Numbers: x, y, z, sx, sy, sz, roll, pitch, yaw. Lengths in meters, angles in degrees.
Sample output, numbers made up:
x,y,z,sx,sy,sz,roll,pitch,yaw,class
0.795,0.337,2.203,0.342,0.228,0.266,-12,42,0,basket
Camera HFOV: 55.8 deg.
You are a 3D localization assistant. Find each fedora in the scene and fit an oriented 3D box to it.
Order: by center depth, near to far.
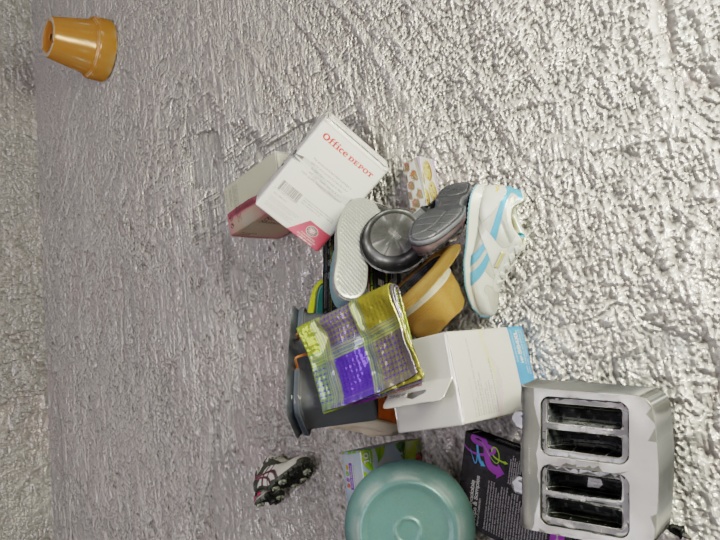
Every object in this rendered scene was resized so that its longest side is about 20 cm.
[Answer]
x,y,z,sx,sy,sz,roll,pitch,yaw,class
0.098,0.045,1.014,0.082,0.201,0.201,46,129,-3,fedora

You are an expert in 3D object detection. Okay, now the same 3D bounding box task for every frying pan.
x,y,z,sx,sy,sz,roll,pitch,yaw,class
0.089,-0.065,1.074,0.190,0.031,0.115,-22,65,2,frying pan

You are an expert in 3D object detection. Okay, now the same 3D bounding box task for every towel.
x,y,z,sx,sy,sz,roll,pitch,yaw,class
-0.004,0.113,0.957,0.200,0.023,0.144,-25,75,36,towel

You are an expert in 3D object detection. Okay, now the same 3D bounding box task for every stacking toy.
x,y,z,sx,sy,sz,roll,pitch,yaw,class
0.011,0.184,1.195,0.146,0.146,0.201,-11,63,47,stacking toy

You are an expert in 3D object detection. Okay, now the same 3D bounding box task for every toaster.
x,y,z,sx,sy,sz,roll,pitch,yaw,class
0.291,0.233,0.836,0.199,0.119,0.181,-1,86,32,toaster

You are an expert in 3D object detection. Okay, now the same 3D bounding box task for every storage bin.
x,y,z,sx,sy,sz,roll,pitch,yaw,class
-0.042,0.152,1.094,0.146,0.134,0.200,79,-173,-52,storage bin

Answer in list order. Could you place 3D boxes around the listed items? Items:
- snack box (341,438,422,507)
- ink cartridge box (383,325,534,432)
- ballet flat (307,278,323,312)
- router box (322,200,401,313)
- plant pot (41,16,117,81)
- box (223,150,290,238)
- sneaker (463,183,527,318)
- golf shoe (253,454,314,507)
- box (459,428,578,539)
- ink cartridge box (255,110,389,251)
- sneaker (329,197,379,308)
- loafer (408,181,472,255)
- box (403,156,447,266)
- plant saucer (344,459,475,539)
x,y,z,sx,sy,sz,roll,pitch,yaw,class
0.047,0.386,1.110,0.053,0.142,0.201,-18,75,46,snack box
0.137,0.155,0.974,0.128,0.200,0.126,-22,72,45,ink cartridge box
-0.083,0.111,1.334,0.067,0.067,0.201,-154,74,-68,ballet flat
0.000,0.000,1.201,0.150,0.062,0.201,-31,50,44,router box
-0.912,-0.727,2.189,0.200,0.183,0.201,-2,87,48,plant pot
-0.169,-0.147,1.381,0.200,0.128,0.109,-23,72,46,box
0.200,-0.025,1.005,0.081,0.076,0.201,6,104,24,sneaker
-0.169,0.415,1.403,0.200,0.077,0.088,-45,50,37,golf shoe
0.230,0.328,0.989,0.200,0.036,0.143,10,96,47,box
-0.068,-0.160,1.209,0.200,0.146,0.085,-47,17,15,ink cartridge box
-0.018,-0.026,1.125,0.082,0.074,0.200,121,166,-58,sneaker
0.130,-0.067,1.010,0.072,0.200,0.063,-3,119,28,loafer
0.111,-0.089,1.132,0.039,0.041,0.201,-18,74,46,box
0.072,0.388,1.019,0.199,0.036,0.201,-1,81,7,plant saucer
